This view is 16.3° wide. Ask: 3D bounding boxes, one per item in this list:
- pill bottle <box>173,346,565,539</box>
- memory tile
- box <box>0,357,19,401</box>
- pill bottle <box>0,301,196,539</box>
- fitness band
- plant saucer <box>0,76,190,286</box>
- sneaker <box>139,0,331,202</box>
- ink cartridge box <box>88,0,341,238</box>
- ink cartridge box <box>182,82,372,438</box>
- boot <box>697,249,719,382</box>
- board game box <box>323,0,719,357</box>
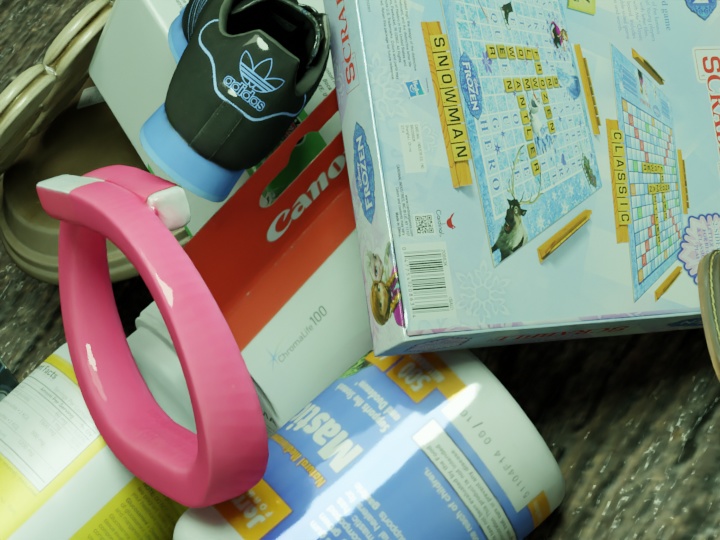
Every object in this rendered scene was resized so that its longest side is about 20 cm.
[{"bbox_3d":[-0.014,0.125,1.134,0.200,0.112,0.112,-40,39,-10],"label":"pill bottle"},{"bbox_3d":[-0.141,-0.125,1.333,0.200,0.017,0.153,-49,2,-19],"label":"memory tile"},{"bbox_3d":[-0.273,0.001,1.409,0.043,0.161,0.200,-40,39,-10],"label":"box"},{"bbox_3d":[-0.140,0.106,1.242,0.200,0.112,0.112,-43,39,-13],"label":"pill bottle"},{"bbox_3d":[-0.094,0.027,1.111,0.037,0.145,0.200,-20,16,-20],"label":"fitness band"},{"bbox_3d":[-0.117,-0.074,1.371,0.199,0.030,0.201,-21,39,18],"label":"plant saucer"},{"bbox_3d":[-0.045,-0.101,1.127,0.078,0.070,0.200,-48,15,22],"label":"sneaker"},{"bbox_3d":[-0.015,-0.096,1.284,0.199,0.083,0.147,-19,66,-34],"label":"ink cartridge box"},{"bbox_3d":[0.000,0.000,1.189,0.057,0.200,0.163,35,70,21],"label":"ink cartridge box"},{"bbox_3d":[0.215,0.052,1.042,0.097,0.074,0.201,-41,54,27],"label":"boot"},{"bbox_3d":[0.088,-0.069,1.128,0.198,0.202,0.041,-3,-11,-22],"label":"board game box"}]
